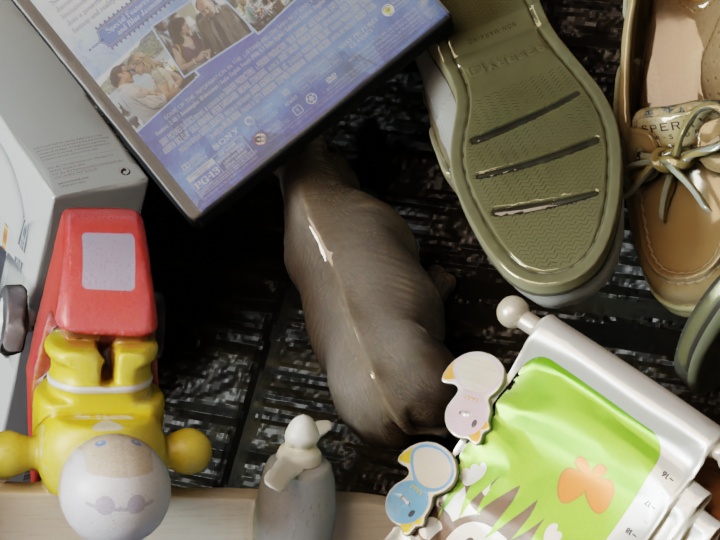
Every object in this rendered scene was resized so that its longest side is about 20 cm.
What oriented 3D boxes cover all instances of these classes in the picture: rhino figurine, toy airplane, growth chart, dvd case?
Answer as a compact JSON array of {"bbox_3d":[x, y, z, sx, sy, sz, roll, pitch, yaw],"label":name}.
[{"bbox_3d":[0.000,0.000,1.310,0.060,0.087,0.200,-32,58,16],"label":"rhino figurine"},{"bbox_3d":[-0.110,0.100,1.226,0.200,0.141,0.199,-42,97,-10],"label":"toy airplane"},{"bbox_3d":[0.066,0.122,1.208,0.145,0.018,0.200,25,87,24],"label":"growth chart"},{"bbox_3d":[-0.076,-0.136,1.298,0.143,0.018,0.200,-39,76,-2],"label":"dvd case"}]

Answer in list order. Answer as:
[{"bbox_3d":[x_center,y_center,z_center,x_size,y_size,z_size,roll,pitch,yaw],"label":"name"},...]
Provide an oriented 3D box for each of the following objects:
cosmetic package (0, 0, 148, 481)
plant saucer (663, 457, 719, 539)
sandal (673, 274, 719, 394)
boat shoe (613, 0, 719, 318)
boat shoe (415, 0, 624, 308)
[{"bbox_3d":[-0.168,-0.013,1.370,0.151,0.052,0.200,54,143,35],"label":"cosmetic package"},{"bbox_3d":[0.107,0.166,1.213,0.200,0.037,0.201,-12,66,27],"label":"plant saucer"},{"bbox_3d":[0.212,-0.003,1.195,0.201,0.080,0.057,-31,73,17],"label":"sandal"},{"bbox_3d":[0.137,-0.079,1.273,0.073,0.063,0.200,-11,67,27],"label":"boat shoe"},{"bbox_3d":[0.069,-0.057,1.290,0.075,0.068,0.200,-15,51,0],"label":"boat shoe"}]
